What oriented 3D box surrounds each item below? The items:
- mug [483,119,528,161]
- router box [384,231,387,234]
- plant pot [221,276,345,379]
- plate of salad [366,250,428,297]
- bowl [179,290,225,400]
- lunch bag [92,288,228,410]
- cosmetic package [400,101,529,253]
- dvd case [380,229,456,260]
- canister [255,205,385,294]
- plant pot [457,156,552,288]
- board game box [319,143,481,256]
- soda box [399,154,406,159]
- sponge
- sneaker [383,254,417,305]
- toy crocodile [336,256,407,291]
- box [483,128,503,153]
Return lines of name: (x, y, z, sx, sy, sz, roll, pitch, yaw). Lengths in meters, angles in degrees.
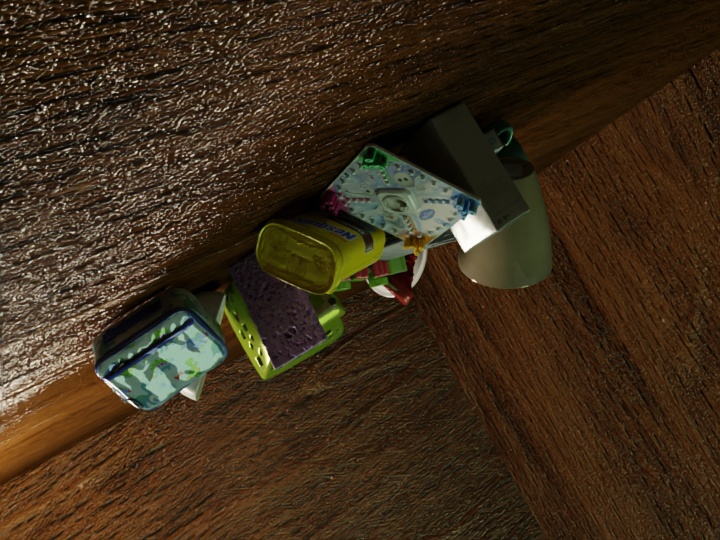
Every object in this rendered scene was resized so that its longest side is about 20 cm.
mug: (0.254, -0.209, 1.852, 0.113, 0.188, 0.152, -27, -158, -16)
router box: (0.105, -0.088, 1.686, 0.196, 0.053, 0.157, -10, 173, -7)
plant pot: (-0.147, 0.068, 1.795, 0.198, 0.201, 0.182, -28, 169, -18)
plate of salad: (0.080, -0.041, 2.068, 0.048, 0.204, 0.199, 7, 148, -46)
bowl: (-0.311, 0.134, 1.721, 0.200, 0.073, 0.204, 131, -25, -77)
lunch bag: (-0.334, 0.131, 1.523, 0.198, 0.083, 0.162, -32, 132, 3)
cosmetic package: (0.163, -0.145, 1.443, 0.084, 0.202, 0.107, -29, 177, -30)
dvd case: (0.092, -0.053, 1.617, 0.197, 0.025, 0.149, -16, 171, 31)
canister: (-0.059, -0.041, 1.497, 0.199, 0.146, 0.088, -29, 137, -62)
plant pot: (0.278, -0.102, 1.733, 0.185, 0.186, 0.203, -27, 131, -33)
board game box: (0.055, -0.102, 1.417, 0.200, 0.197, 0.026, -37, -148, 59)
soda box: (0.090, -0.166, 1.564, 0.198, 0.072, 0.063, -31, 177, 1)
sponge: (-0.146, 0.056, 1.607, 0.110, 0.203, 0.030, -30, 172, 23)
sneaker: (0.086, -0.020, 1.838, 0.116, 0.078, 0.201, -45, -149, 8)
toy crocodile: (0.000, 0.000, 1.728, 0.196, 0.069, 0.062, -8, 178, -23)
box: (0.156, -0.178, 1.690, 0.198, 0.042, 0.156, -31, 176, -8)
